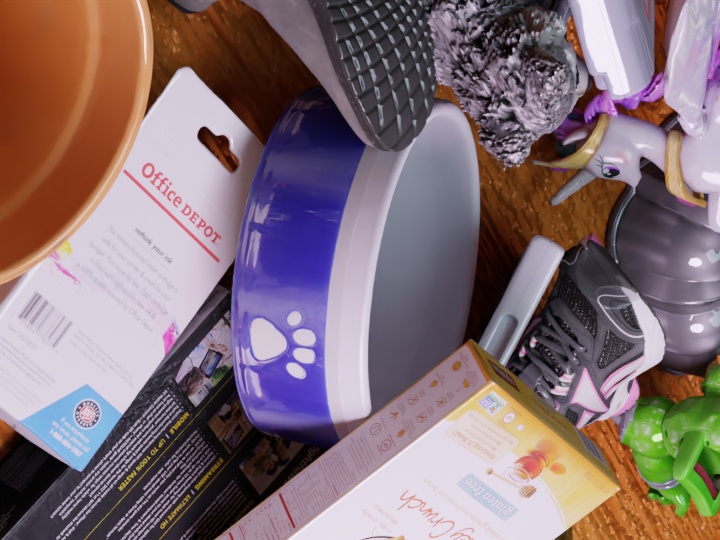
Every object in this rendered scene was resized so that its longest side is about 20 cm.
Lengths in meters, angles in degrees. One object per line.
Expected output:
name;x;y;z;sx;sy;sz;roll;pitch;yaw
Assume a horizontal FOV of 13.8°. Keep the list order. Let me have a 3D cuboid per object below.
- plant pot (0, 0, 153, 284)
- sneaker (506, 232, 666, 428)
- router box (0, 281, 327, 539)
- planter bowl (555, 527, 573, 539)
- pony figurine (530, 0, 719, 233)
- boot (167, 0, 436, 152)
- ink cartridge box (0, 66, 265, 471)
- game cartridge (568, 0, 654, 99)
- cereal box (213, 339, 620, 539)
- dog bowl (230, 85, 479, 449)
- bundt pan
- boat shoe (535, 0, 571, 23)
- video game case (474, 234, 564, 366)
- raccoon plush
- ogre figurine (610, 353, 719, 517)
plant pot;-0.219;-0.104;1.425;0.199;0.140;0.201;-21;125;-34
sneaker;0.128;0.057;1.817;0.086;0.080;0.200;-32;154;-16
router box;-0.120;0.119;1.676;0.200;0.051;0.149;-48;134;-16
planter bowl;0.060;0.219;1.827;0.083;0.200;0.202;14;100;-9
pony figurine;0.221;-0.103;1.801;0.167;0.199;0.194;-63;172;-74
boot;-0.048;-0.150;1.559;0.068;0.130;0.201;-44;116;-35
ink cartridge box;-0.141;-0.010;1.591;0.200;0.068;0.115;-54;135;-10
game cartridge;0.131;-0.199;1.637;0.041;0.200;0.134;-15;121;14
cereal box;0.025;0.137;1.611;0.200;0.040;0.144;-39;137;12
dog bowl;0.000;0.000;1.641;0.200;0.078;0.201;9;90;-72
bundt pan;0.255;-0.016;1.939;0.201;0.076;0.203;-17;118;-36
boat shoe;0.091;-0.215;1.696;0.071;0.091;0.202;-4;110;-41
video game case;0.066;0.068;1.754;0.183;0.023;0.200;-62;177;-2
raccoon plush;0.027;-0.124;1.590;0.199;0.135;0.097;0;136;-7
ogre figurine;0.247;0.120;1.902;0.120;0.200;0.098;39;81;-42
